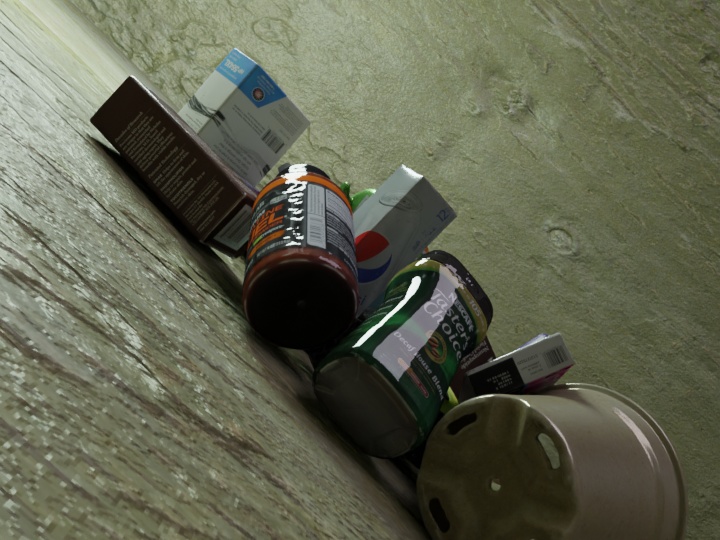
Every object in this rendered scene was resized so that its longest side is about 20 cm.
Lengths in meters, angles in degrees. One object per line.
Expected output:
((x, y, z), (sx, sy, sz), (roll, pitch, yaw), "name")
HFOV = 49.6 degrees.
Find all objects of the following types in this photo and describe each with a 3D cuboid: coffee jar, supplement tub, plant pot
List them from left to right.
((-0.057, -0.025, 0.755), (0.107, 0.107, 0.201), (43, 22, -28), "supplement tub")
((0.046, 0.065, 0.697), (0.105, 0.085, 0.200), (50, 39, -6), "coffee jar")
((0.146, 0.182, 0.646), (0.183, 0.201, 0.200), (23, 18, -51), "plant pot")

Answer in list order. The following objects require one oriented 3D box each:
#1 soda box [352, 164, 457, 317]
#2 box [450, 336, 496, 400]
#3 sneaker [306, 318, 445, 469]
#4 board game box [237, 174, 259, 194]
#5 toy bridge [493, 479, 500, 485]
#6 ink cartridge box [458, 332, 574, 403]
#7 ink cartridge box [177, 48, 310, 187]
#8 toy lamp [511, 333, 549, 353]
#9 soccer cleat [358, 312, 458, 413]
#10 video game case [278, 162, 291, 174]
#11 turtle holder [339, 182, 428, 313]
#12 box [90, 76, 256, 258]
((0.006, -0.018, 0.840), (0.063, 0.200, 0.068), (44, 2, -26), "soda box")
((0.120, 0.140, 0.970), (0.075, 0.100, 0.201), (18, -41, 60), "box")
((0.017, 0.125, 0.776), (0.200, 0.070, 0.090), (45, -13, 5), "sneaker")
((-0.136, -0.068, 1.132), (0.135, 0.045, 0.200), (46, 1, 7), "board game box")
((0.211, 0.302, 0.970), (0.200, 0.067, 0.027), (45, 1, -17), "toy bridge")
((0.148, 0.114, 0.778), (0.200, 0.094, 0.037), (75, -8, -74), "ink cartridge box")
((-0.196, -0.204, 1.175), (0.084, 0.200, 0.146), (42, -1, 40), "ink cartridge box")
((0.158, 0.157, 0.910), (0.058, 0.200, 0.058), (44, 2, -2), "toy lamp")
((0.051, 0.123, 0.890), (0.200, 0.065, 0.084), (45, -1, 28), "soccer cleat")
((-0.066, -0.040, 1.107), (0.200, 0.023, 0.183), (-109, 173, -62), "video game case")
((0.007, -0.001, 0.962), (0.131, 0.187, 0.141), (25, -2, -33), "turtle holder")
((-0.195, -0.112, 0.861), (0.200, 0.075, 0.100), (47, 3, 17), "box")
